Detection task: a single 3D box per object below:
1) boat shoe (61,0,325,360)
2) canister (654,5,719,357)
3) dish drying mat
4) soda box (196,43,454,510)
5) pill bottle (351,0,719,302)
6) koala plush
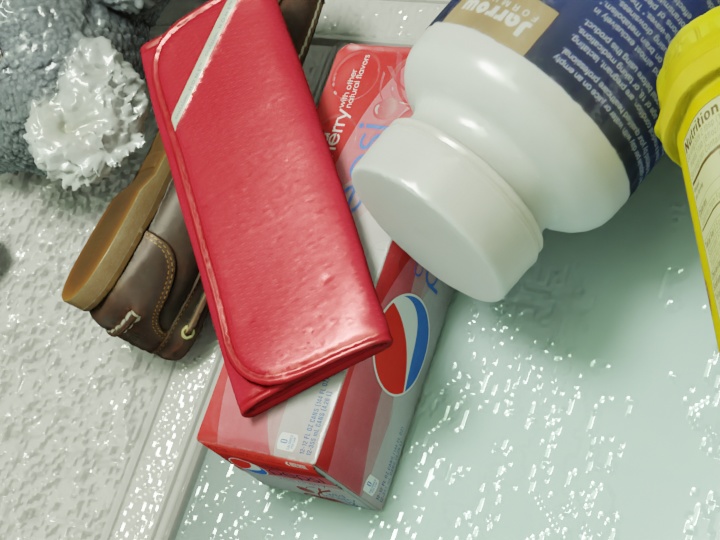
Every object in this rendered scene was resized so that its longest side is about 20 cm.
[{"bbox_3d":[-0.067,-0.054,0.985,0.201,0.070,0.070,-61,17,-4],"label":"boat shoe"},{"bbox_3d":[0.197,0.003,0.751,0.147,0.087,0.202,-2,61,-7],"label":"canister"},{"bbox_3d":[-0.047,-0.037,0.902,0.076,0.018,0.201,-27,59,15],"label":"dish drying mat"},{"bbox_3d":[0.000,0.000,0.914,0.070,0.063,0.201,7,70,34],"label":"soda box"},{"bbox_3d":[0.089,-0.088,0.855,0.111,0.111,0.200,29,73,38],"label":"pill bottle"},{"bbox_3d":[-0.147,-0.139,1.030,0.177,0.183,0.202,5,83,57],"label":"koala plush"}]
